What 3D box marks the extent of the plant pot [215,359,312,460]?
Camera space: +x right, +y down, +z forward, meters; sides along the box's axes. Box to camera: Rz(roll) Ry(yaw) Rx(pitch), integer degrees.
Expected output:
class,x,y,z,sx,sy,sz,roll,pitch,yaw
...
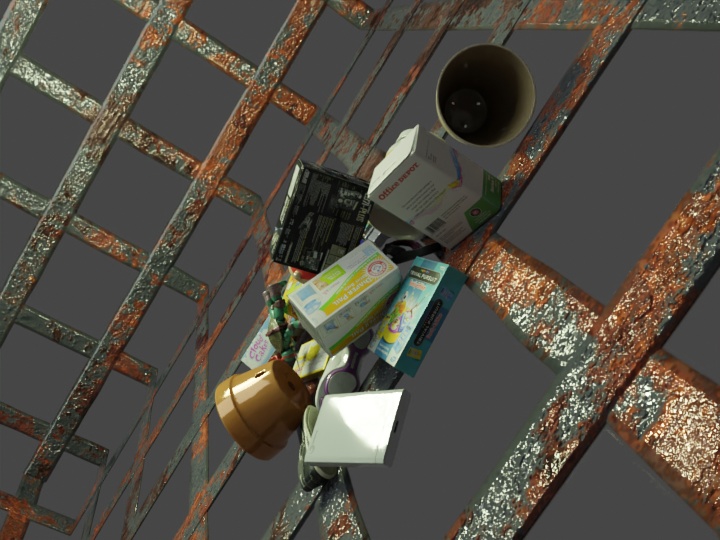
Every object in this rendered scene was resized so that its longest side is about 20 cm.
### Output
class,x,y,z,sx,sy,sz,roll,pitch,yaw
plant pot,-0.199,0.291,1.616,0.140,0.200,0.201,-37,24,13

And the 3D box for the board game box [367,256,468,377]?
class,x,y,z,sx,sy,sz,roll,pitch,yaw
board game box,0.099,0.079,1.346,0.201,0.047,0.151,-62,19,-3

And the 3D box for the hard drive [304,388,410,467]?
class,x,y,z,sx,sy,sz,roll,pitch,yaw
hard drive,-0.008,0.275,1.288,0.199,0.027,0.133,-14,48,45

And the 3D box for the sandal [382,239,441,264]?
class,x,y,z,sx,sy,sz,roll,pitch,yaw
sandal,0.091,-0.042,1.498,0.200,0.075,0.048,-17,90,55

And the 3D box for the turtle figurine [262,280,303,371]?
class,x,y,z,sx,sy,sz,roll,pitch,yaw
turtle figurine,-0.168,0.132,1.689,0.149,0.100,0.202,-29,77,50

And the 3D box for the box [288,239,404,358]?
class,x,y,z,sx,sy,sz,roll,pitch,yaw
box,-0.020,0.053,1.434,0.199,0.102,0.112,-36,48,-13

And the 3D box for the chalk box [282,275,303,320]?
class,x,y,z,sx,sy,sz,roll,pitch,yaw
chalk box,-0.086,0.043,1.754,0.200,0.123,0.126,-32,34,55

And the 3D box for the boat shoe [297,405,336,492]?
class,x,y,z,sx,sy,sz,roll,pitch,yaw
boat shoe,-0.094,0.337,1.427,0.068,0.072,0.201,-48,24,19

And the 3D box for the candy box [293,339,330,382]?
class,x,y,z,sx,sy,sz,roll,pitch,yaw
candy box,-0.104,0.204,1.719,0.200,0.026,0.103,-29,39,57

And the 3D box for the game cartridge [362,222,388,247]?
class,x,y,z,sx,sy,sz,roll,pitch,yaw
game cartridge,0.027,-0.130,1.710,0.130,0.038,0.200,-49,31,-6

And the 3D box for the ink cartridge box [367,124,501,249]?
class,x,y,z,sx,sy,sz,roll,pitch,yaw
ink cartridge box,0.134,-0.148,1.348,0.145,0.199,0.084,-41,27,43

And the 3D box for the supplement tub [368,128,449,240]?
class,x,y,z,sx,sy,sz,roll,pitch,yaw
supplement tub,0.105,-0.180,1.555,0.145,0.145,0.201,-23,41,60

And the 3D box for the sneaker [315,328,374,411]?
class,x,y,z,sx,sy,sz,roll,pitch,yaw
sneaker,-0.033,0.203,1.494,0.201,0.074,0.100,-62,8,-24

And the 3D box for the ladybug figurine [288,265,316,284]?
class,x,y,z,sx,sy,sz,roll,pitch,yaw
ladybug figurine,-0.081,-0.040,1.658,0.200,0.135,0.072,-45,-21,-42

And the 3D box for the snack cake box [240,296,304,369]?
class,x,y,z,sx,sy,sz,roll,pitch,yaw
snack cake box,-0.206,0.165,1.896,0.201,0.067,0.115,-57,-16,9

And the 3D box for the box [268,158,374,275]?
class,x,y,z,sx,sy,sz,roll,pitch,yaw
box,-0.077,-0.100,1.482,0.086,0.162,0.202,-122,49,-69

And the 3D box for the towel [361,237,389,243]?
class,x,y,z,sx,sy,sz,roll,pitch,yaw
towel,0.032,-0.110,1.799,0.200,0.049,0.149,-23,38,58

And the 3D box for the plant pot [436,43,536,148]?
class,x,y,z,sx,sy,sz,roll,pitch,yaw
plant pot,0.225,-0.327,1.449,0.188,0.186,0.200,-59,5,3
